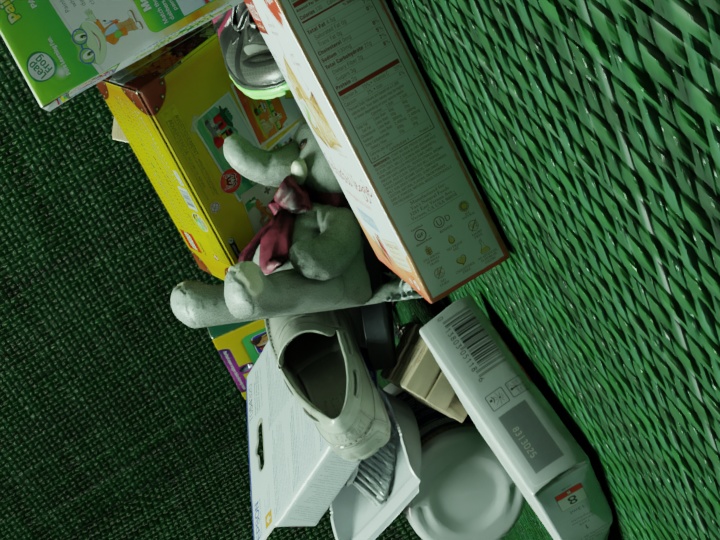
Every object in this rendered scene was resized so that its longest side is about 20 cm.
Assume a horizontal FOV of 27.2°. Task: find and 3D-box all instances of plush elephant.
[{"bbox_3d":[-0.041,-0.047,1.122,0.165,0.198,0.157,165,98,-72],"label":"plush elephant"}]

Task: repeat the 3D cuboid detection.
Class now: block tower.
[{"bbox_3d":[0.058,0.079,1.182,0.054,0.058,0.200,31,178,-3],"label":"block tower"}]

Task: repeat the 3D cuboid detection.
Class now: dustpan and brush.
[{"bbox_3d":[0.003,0.128,1.289,0.140,0.057,0.201,-53,23,44],"label":"dustpan and brush"}]

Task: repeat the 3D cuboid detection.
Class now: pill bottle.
[{"bbox_3d":[0.069,0.164,1.339,0.112,0.110,0.200,62,175,-19],"label":"pill bottle"}]

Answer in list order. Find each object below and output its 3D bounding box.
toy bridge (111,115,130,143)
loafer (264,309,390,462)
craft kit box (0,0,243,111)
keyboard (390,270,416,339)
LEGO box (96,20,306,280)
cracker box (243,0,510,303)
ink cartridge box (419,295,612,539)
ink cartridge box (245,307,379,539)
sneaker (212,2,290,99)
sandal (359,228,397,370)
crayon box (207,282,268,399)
[{"bbox_3d":[-0.142,-0.124,1.298,0.200,0.067,0.028,-19,-59,-71],"label":"toy bridge"},{"bbox_3d":[-0.035,0.061,1.176,0.070,0.070,0.201,50,-174,-48],"label":"loafer"},{"bbox_3d":[-0.164,-0.236,0.947,0.201,0.196,0.049,62,174,-5],"label":"craft kit box"},{"bbox_3d":[0.026,0.018,1.520,0.200,0.020,0.128,-172,59,-85],"label":"keyboard"},{"bbox_3d":[-0.100,-0.112,1.207,0.077,0.149,0.201,22,145,49],"label":"LEGO box"},{"bbox_3d":[0.003,-0.091,0.858,0.201,0.057,0.134,63,175,-15],"label":"cracker box"},{"bbox_3d":[0.124,0.131,1.026,0.163,0.050,0.200,56,-178,41],"label":"ink cartridge box"},{"bbox_3d":[-0.044,0.114,1.304,0.201,0.043,0.198,122,152,-42],"label":"ink cartridge box"},{"bbox_3d":[-0.083,-0.194,1.072,0.200,0.076,0.084,56,177,42],"label":"sneaker"},{"bbox_3d":[0.000,0.000,1.235,0.201,0.042,0.077,-93,-8,-53],"label":"sandal"},{"bbox_3d":[-0.070,0.052,1.591,0.200,0.171,0.059,76,170,-66],"label":"crayon box"}]
